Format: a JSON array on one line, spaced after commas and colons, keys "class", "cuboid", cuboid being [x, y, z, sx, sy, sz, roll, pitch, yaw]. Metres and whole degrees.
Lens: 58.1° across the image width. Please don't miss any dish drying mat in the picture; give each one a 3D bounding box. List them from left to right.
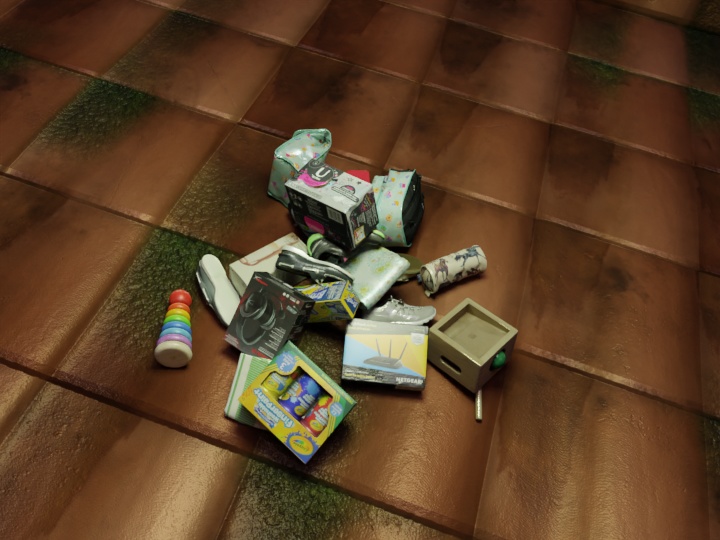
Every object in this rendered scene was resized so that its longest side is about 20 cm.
[{"class": "dish drying mat", "cuboid": [-0.009, -0.224, 1.931, 0.076, 0.018, 0.202, 4, 51, -5]}]

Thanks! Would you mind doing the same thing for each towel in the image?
[{"class": "towel", "cuboid": [-0.192, 0.280, 1.446, 0.197, 0.023, 0.155, 15, 80, 2]}, {"class": "towel", "cuboid": [0.000, 0.000, 1.645, 0.199, 0.048, 0.171, 29, 65, 34]}]

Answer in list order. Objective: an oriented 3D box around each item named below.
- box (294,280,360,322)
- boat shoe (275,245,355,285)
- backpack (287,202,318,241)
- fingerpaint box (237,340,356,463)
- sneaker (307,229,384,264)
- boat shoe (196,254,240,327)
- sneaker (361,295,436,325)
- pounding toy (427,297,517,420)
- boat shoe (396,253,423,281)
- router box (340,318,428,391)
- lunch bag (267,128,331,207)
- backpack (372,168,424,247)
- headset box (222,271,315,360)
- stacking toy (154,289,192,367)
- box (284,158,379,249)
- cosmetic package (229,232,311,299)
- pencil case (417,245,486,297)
[{"class": "box", "cuboid": [-0.104, 0.079, 1.569, 0.198, 0.070, 0.065, -7, 41, 34]}, {"class": "boat shoe", "cuboid": [-0.112, 0.004, 1.586, 0.198, 0.076, 0.061, 21, 74, 10]}, {"class": "backpack", "cuboid": [-0.098, -0.144, 1.757, 0.161, 0.156, 0.200, -23, 16, -9]}, {"class": "fingerpaint box", "cuboid": [-0.134, 0.282, 1.394, 0.200, 0.073, 0.167, 41, 80, 8]}, {"class": "sneaker", "cuboid": [-0.034, -0.060, 1.642, 0.197, 0.077, 0.085, -10, 78, 2]}, {"class": "boat shoe", "cuboid": [-0.357, 0.060, 1.621, 0.072, 0.062, 0.202, -5, 63, -49]}, {"class": "sneaker", "cuboid": [0.095, 0.102, 1.622, 0.197, 0.075, 0.083, -6, 91, -14]}, {"class": "pounding toy", "cuboid": [0.271, 0.210, 1.560, 0.199, 0.143, 0.183, 34, 51, 30]}, {"class": "boat shoe", "cuboid": [0.075, 0.004, 1.739, 0.198, 0.064, 0.074, -8, 44, -23]}, {"class": "router box", "cuboid": [0.057, 0.200, 1.541, 0.197, 0.051, 0.151, 6, 69, -2]}, {"class": "lunch bag", "cuboid": [-0.167, -0.305, 1.872, 0.121, 0.171, 0.200, 34, 53, 10]}, {"class": "backpack", "cuboid": [0.095, -0.165, 1.800, 0.151, 0.177, 0.202, 0, 48, 13]}, {"class": "headset box", "cuboid": [-0.218, 0.124, 1.516, 0.148, 0.077, 0.202, 30, 97, 16]}, {"class": "stacking toy", "cuboid": [-0.433, 0.126, 1.540, 0.084, 0.086, 0.202, 1, 46, -8]}, {"class": "box", "cuboid": [-0.068, -0.167, 1.589, 0.199, 0.133, 0.115, 26, 59, 29]}, {"class": "cosmetic package", "cuboid": [-0.229, 0.000, 1.658, 0.199, 0.104, 0.087, -30, 59, -31]}, {"class": "pencil case", "cuboid": [0.251, -0.002, 1.746, 0.198, 0.090, 0.078, -20, 51, -25]}]
